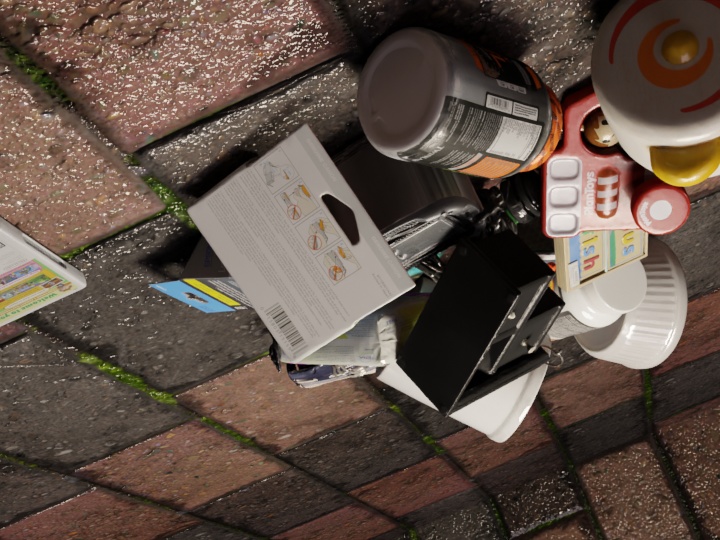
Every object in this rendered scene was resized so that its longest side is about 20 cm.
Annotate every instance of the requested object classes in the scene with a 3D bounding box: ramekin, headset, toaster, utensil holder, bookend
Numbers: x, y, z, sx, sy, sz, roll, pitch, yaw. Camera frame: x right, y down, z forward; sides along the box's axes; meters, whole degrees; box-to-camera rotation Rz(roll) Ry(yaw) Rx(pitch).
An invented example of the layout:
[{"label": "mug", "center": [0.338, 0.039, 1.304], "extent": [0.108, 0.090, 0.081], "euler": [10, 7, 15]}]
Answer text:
[{"label": "ramekin", "center": [0.395, 0.047, 1.696], "extent": [0.093, 0.204, 0.203], "euler": [4, 148, -24]}, {"label": "headset", "center": [0.180, -0.067, 1.385], "extent": [0.123, 0.095, 0.200], "euler": [-24, 168, 8]}, {"label": "toaster", "center": [0.043, -0.078, 1.204], "extent": [0.199, 0.130, 0.113], "euler": [-30, 156, 22]}, {"label": "utensil holder", "center": [0.142, 0.121, 1.572], "extent": [0.199, 0.171, 0.170], "euler": [27, 145, -5]}, {"label": "bookend", "center": [0.166, 0.040, 1.273], "extent": [0.199, 0.092, 0.200], "euler": [-20, 147, -42]}]

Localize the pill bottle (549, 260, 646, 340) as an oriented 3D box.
[{"label": "pill bottle", "center": [0.315, 0.031, 1.622], "extent": [0.115, 0.118, 0.200], "euler": [-8, 172, -27]}]

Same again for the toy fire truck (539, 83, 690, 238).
[{"label": "toy fire truck", "center": [0.288, -0.130, 1.289], "extent": [0.166, 0.113, 0.202], "euler": [-4, 123, 4]}]

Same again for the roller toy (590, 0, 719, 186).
[{"label": "roller toy", "center": [0.324, -0.194, 1.114], "extent": [0.200, 0.182, 0.140], "euler": [-50, 151, 4]}]

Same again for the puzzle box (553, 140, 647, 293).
[{"label": "puzzle box", "center": [0.304, -0.078, 1.411], "extent": [0.132, 0.025, 0.201], "euler": [-24, 129, -16]}]

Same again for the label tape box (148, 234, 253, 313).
[{"label": "label tape box", "center": [-0.122, 0.001, 1.299], "extent": [0.198, 0.064, 0.144], "euler": [-2, 163, 21]}]

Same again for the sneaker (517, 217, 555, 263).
[{"label": "sneaker", "center": [0.245, -0.009, 1.568], "extent": [0.200, 0.078, 0.147], "euler": [-14, 146, 9]}]

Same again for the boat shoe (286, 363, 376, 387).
[{"label": "boat shoe", "center": [-0.020, 0.120, 1.646], "extent": [0.198, 0.075, 0.093], "euler": [-23, 164, 7]}]

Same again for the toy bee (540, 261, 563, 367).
[{"label": "toy bee", "center": [0.204, 0.018, 1.467], "extent": [0.130, 0.109, 0.200], "euler": [8, 146, 40]}]

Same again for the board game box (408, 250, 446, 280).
[{"label": "board game box", "center": [0.000, 0.000, 1.465], "extent": [0.199, 0.028, 0.135], "euler": [-2, 150, -37]}]

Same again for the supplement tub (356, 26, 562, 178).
[{"label": "supplement tub", "center": [0.102, -0.157, 1.092], "extent": [0.199, 0.123, 0.122], "euler": [6, 146, -46]}]

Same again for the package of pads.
[{"label": "package of pads", "center": [0.011, 0.072, 1.381], "extent": [0.153, 0.069, 0.199], "euler": [-1, -174, 30]}]

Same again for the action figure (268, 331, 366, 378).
[{"label": "action figure", "center": [-0.026, 0.101, 1.557], "extent": [0.198, 0.103, 0.119], "euler": [-11, 173, -12]}]

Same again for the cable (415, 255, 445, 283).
[{"label": "cable", "center": [0.079, -0.005, 1.380], "extent": [0.097, 0.200, 0.050], "euler": [-25, -157, 36]}]

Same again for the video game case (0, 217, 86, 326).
[{"label": "video game case", "center": [-0.417, 0.020, 1.175], "extent": [0.198, 0.022, 0.182], "euler": [-24, 156, 6]}]

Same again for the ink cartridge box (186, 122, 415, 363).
[{"label": "ink cartridge box", "center": [-0.058, -0.030, 1.152], "extent": [0.173, 0.201, 0.044], "euler": [-32, -175, 26]}]
